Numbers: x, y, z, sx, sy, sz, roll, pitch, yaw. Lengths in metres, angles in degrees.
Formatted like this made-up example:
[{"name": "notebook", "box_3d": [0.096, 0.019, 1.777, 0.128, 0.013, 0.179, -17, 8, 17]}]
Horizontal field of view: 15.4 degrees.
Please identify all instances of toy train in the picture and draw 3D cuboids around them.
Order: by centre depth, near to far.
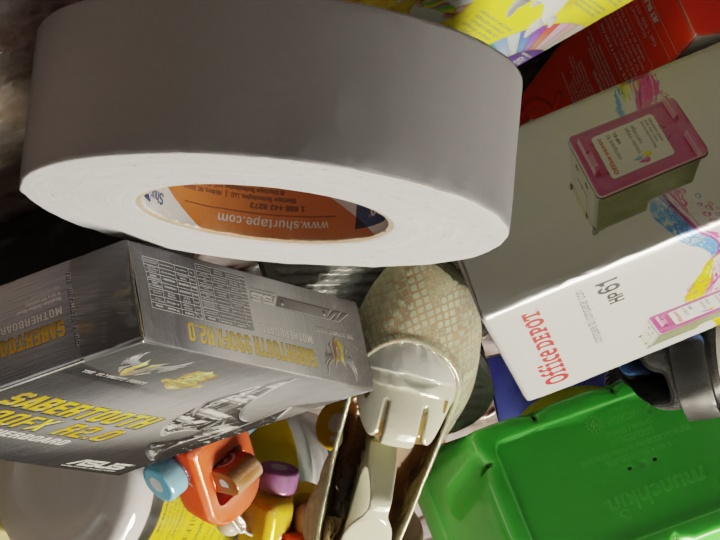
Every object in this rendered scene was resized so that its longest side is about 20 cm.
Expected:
[{"name": "toy train", "box_3d": [-0.021, 0.092, 1.411, 0.200, 0.055, 0.151, -37, 133, -33]}]

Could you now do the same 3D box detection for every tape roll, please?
[{"name": "tape roll", "box_3d": [-0.036, -0.053, 1.073, 0.199, 0.067, 0.200, 5, 168, 1]}]

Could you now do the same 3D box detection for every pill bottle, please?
[{"name": "pill bottle", "box_3d": [-0.096, 0.114, 1.467, 0.111, 0.112, 0.199, -34, 156, 30]}]

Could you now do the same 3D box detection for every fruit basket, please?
[{"name": "fruit basket", "box_3d": [0.133, 0.124, 1.430, 0.214, 0.156, 0.216, -20, 161, -7]}]

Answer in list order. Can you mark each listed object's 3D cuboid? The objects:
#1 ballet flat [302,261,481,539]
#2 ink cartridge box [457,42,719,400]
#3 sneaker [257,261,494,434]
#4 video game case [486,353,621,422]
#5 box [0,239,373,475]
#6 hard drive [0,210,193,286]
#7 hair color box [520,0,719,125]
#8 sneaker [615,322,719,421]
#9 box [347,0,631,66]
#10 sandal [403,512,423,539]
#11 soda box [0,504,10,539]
[{"name": "ballet flat", "box_3d": [0.018, 0.085, 1.324, 0.067, 0.062, 0.201, 10, 123, -6]}, {"name": "ink cartridge box", "box_3d": [0.142, -0.027, 1.224, 0.199, 0.085, 0.145, -21, 159, 5]}, {"name": "sneaker", "box_3d": [0.000, 0.000, 1.350, 0.078, 0.080, 0.200, -26, 133, 9]}, {"name": "video game case", "box_3d": [0.206, 0.045, 1.575, 0.199, 0.046, 0.181, -14, 176, 38]}, {"name": "box", "box_3d": [-0.111, 0.045, 1.236, 0.158, 0.049, 0.200, -19, 163, 26]}, {"name": "hard drive", "box_3d": [-0.174, 0.024, 1.283, 0.199, 0.038, 0.140, -20, 159, -6]}, {"name": "hair color box", "box_3d": [0.143, -0.088, 1.281, 0.101, 0.062, 0.200, -10, 155, -29]}, {"name": "sneaker", "box_3d": [0.171, 0.001, 1.355, 0.111, 0.200, 0.073, -14, 118, 8]}, {"name": "box", "box_3d": [0.056, -0.128, 1.123, 0.199, 0.049, 0.117, -30, 157, 17]}, {"name": "sandal", "box_3d": [0.000, 0.133, 1.678, 0.054, 0.080, 0.200, -45, 152, 3]}, {"name": "soda box", "box_3d": [-0.217, 0.133, 1.464, 0.067, 0.064, 0.200, -28, 157, 16]}]
